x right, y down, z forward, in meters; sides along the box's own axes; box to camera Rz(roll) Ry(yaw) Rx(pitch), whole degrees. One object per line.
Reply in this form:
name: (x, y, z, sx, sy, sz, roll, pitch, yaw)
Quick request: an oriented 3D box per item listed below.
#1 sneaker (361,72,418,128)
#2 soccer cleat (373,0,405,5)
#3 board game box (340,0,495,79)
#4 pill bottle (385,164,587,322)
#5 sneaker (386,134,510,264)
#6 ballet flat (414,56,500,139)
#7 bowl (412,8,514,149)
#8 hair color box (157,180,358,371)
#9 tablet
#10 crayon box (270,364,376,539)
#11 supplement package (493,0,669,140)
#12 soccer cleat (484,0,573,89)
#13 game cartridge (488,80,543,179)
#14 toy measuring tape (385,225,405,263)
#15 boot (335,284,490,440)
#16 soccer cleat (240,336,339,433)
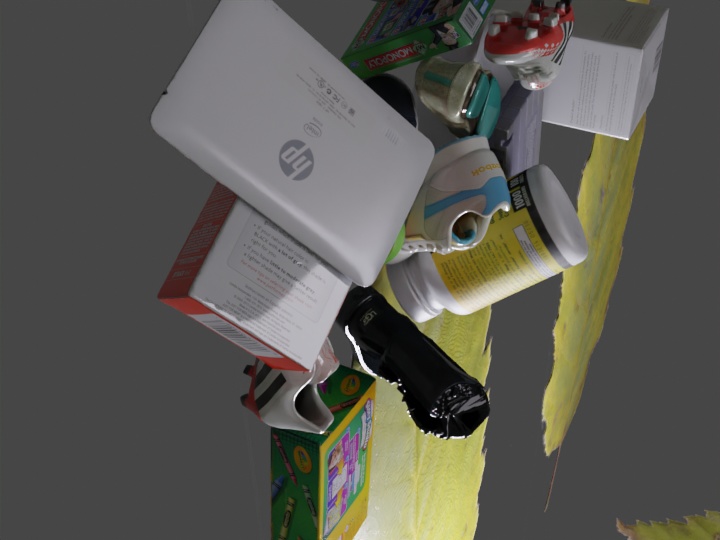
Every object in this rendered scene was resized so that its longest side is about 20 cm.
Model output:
sneaker: (-0.001, -0.078, 0.799, 0.079, 0.078, 0.201, 109, 0, -86)
soccer cleat: (0.049, -0.317, 0.790, 0.201, 0.069, 0.078, -63, 153, -17)
board game box: (0.076, -0.257, 0.812, 0.029, 0.134, 0.201, 45, 59, -29)
pill bottle: (0.132, -0.022, 1.008, 0.113, 0.199, 0.113, 48, 26, -33)
sneaker: (0.069, -0.048, 0.912, 0.076, 0.081, 0.200, -15, 162, -33)
ballet flat: (0.089, -0.160, 0.850, 0.200, 0.062, 0.068, 9, 102, -78)
bowl: (0.113, -0.184, 1.023, 0.200, 0.074, 0.201, -11, 116, -65)
hair color box: (-0.050, -0.041, 0.686, 0.111, 0.064, 0.201, 35, 70, -27)
tablet: (-0.038, -0.093, 0.652, 0.200, 0.014, 0.131, 37, 68, -27)
crayon box: (-0.038, 0.211, 0.963, 0.119, 0.058, 0.201, -44, 144, -51)
supplement package: (0.250, -0.256, 1.129, 0.120, 0.199, 0.122, -51, 149, -42)
soccer cleat: (0.172, -0.218, 0.938, 0.200, 0.068, 0.086, -47, 142, -57)
game cartridge: (0.174, -0.120, 1.081, 0.201, 0.038, 0.130, 84, 26, -45)
toy measuring tape: (0.000, 0.000, 0.890, 0.073, 0.073, 0.202, -18, 122, -64)
boot: (0.063, 0.112, 0.976, 0.076, 0.168, 0.200, -42, 150, -3)
soccer cleat: (-0.056, 0.050, 0.768, 0.069, 0.085, 0.201, -44, 144, -50)
